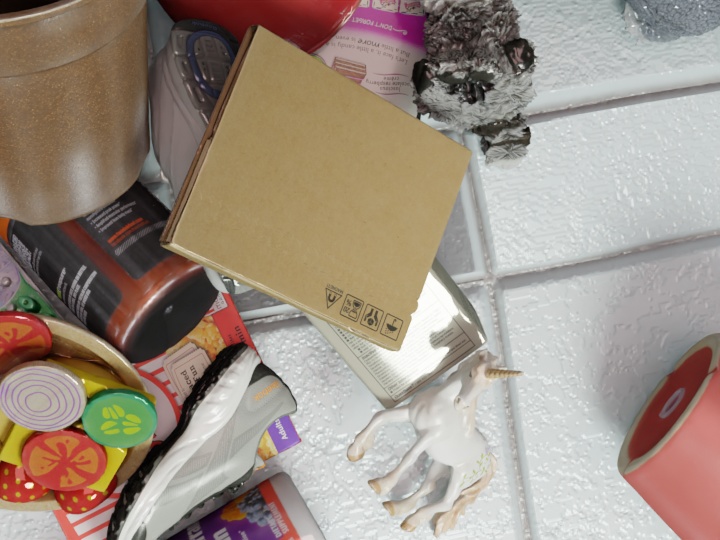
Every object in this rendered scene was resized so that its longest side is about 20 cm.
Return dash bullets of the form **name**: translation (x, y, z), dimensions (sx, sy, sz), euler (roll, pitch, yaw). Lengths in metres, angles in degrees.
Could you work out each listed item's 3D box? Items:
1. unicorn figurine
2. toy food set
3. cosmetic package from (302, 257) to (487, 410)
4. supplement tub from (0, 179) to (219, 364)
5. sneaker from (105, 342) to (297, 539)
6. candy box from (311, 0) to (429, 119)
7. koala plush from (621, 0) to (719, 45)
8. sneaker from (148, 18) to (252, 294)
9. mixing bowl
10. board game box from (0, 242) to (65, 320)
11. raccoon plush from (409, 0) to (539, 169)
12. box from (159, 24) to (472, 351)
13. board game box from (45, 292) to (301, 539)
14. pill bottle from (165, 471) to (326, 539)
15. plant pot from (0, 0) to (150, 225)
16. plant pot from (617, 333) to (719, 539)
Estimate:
- **unicorn figurine**: translation (0.064, 0.133, 1.011), dimensions (0.137, 0.200, 0.074), euler (-37, 62, -6)
- **toy food set**: translation (-0.247, 0.107, 0.915), dimensions (0.199, 0.049, 0.198), euler (22, 122, -18)
- **cosmetic package**: translation (0.000, 0.000, 0.995), dimensions (0.105, 0.071, 0.200), euler (-34, 114, 8)
- **supplement tub**: translation (-0.203, -0.032, 0.961), dimensions (0.107, 0.107, 0.200), euler (-45, 74, -5)
- **sneaker**: translation (-0.124, 0.154, 0.969), dimensions (0.079, 0.074, 0.200), euler (38, 86, -13)
- **candy box**: translation (-0.017, -0.166, 1.029), dimensions (0.136, 0.061, 0.201), euler (7, 90, -9)
- **koala plush**: translation (0.229, -0.256, 1.010), dimensions (0.200, 0.177, 0.184), euler (34, 66, -25)
- **sneaker**: translation (-0.109, -0.077, 0.925), dimensions (0.074, 0.087, 0.201), euler (-2, 74, -37)
- **mixing bowl**: translation (-0.094, -0.257, 0.943), dimensions (0.199, 0.108, 0.201), euler (-1, 88, 26)
- **board game box**: translation (-0.363, 0.032, 0.975), dimensions (0.200, 0.026, 0.200), euler (-41, 83, -6)
- **raccoon plush**: translation (0.085, -0.179, 1.010), dimensions (0.096, 0.200, 0.135), euler (-3, 68, 2)
- **box**: translation (-0.024, -0.054, 0.900), dimensions (0.200, 0.021, 0.164), euler (26, 79, -29)
- **board game box**: translation (-0.169, 0.113, 1.020), dimensions (0.199, 0.046, 0.152), euler (-27, 95, -7)
- **pill bottle**: translation (-0.117, 0.254, 0.998), dimensions (0.200, 0.111, 0.112), euler (-30, 96, -7)
- **plant pot**: translation (-0.224, -0.151, 0.854), dimensions (0.199, 0.199, 0.201), euler (0, 50, -1)
- **plant pot**: translation (0.321, 0.158, 1.037), dimensions (0.177, 0.200, 0.201), euler (35, 86, 2)
